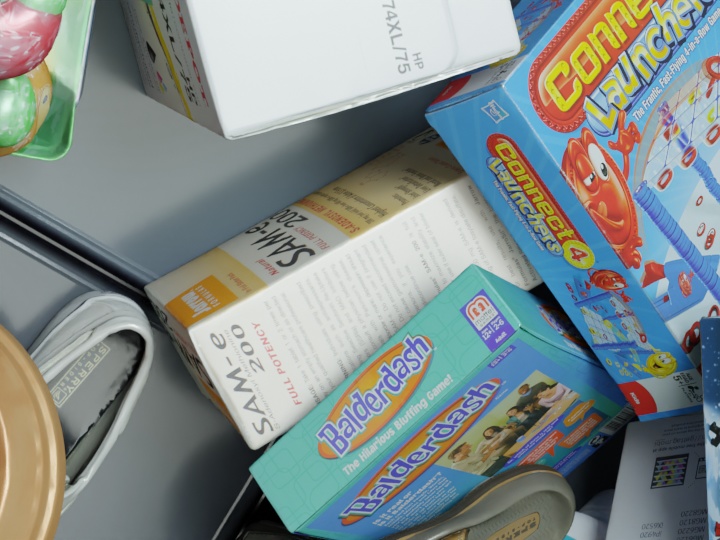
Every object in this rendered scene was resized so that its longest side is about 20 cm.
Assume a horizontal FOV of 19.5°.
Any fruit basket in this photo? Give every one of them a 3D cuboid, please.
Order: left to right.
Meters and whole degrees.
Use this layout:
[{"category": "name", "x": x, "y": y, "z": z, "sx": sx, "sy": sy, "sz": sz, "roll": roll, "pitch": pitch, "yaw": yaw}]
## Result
[{"category": "fruit basket", "x": -0.161, "y": -0.115, "z": 0.972, "sx": 0.094, "sy": 0.200, "sz": 0.185, "roll": 8, "pitch": 97, "yaw": -16}]

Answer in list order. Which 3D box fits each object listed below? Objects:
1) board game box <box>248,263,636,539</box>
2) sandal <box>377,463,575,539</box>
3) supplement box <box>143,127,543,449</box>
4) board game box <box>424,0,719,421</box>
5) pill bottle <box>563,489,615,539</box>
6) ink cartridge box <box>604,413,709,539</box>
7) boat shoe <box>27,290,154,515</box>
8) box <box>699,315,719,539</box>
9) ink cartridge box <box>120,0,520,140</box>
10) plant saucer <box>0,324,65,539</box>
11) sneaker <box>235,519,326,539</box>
[{"category": "board game box", "x": 0.054, "y": 0.080, "z": 1.069, "sx": 0.152, "sy": 0.045, "sz": 0.200, "roll": -42, "pitch": 153, "yaw": 12}, {"category": "sandal", "x": 0.039, "y": 0.168, "z": 1.052, "sx": 0.200, "sy": 0.055, "sz": 0.082, "roll": -27, "pitch": 136, "yaw": -27}, {"category": "supplement box", "x": 0.000, "y": 0.000, "z": 1.078, "sx": 0.200, "sy": 0.126, "sz": 0.074, "roll": -30, "pitch": 106, "yaw": -10}, {"category": "board game box", "x": 0.152, "y": -0.065, "z": 1.045, "sx": 0.196, "sy": 0.056, "sz": 0.200, "roll": 53, "pitch": 53, "yaw": -18}, {"category": "pill bottle", "x": 0.094, "y": 0.205, "z": 1.131, "sx": 0.200, "sy": 0.111, "sz": 0.111, "roll": -40, "pitch": 110, "yaw": -33}, {"category": "ink cartridge box", "x": 0.206, "y": 0.199, "z": 1.098, "sx": 0.200, "sy": 0.084, "sz": 0.176, "roll": 48, "pitch": 45, "yaw": -36}, {"category": "boat shoe", "x": -0.172, "y": 0.101, "z": 1.078, "sx": 0.072, "sy": 0.066, "sz": 0.200, "roll": 42, "pitch": 87, "yaw": -19}, {"category": "box", "x": 0.214, "y": 0.117, "z": 1.006, "sx": 0.137, "sy": 0.038, "sz": 0.200, "roll": -4, "pitch": 92, "yaw": -53}, {"category": "ink cartridge box", "x": -0.036, "y": -0.160, "z": 0.999, "sx": 0.146, "sy": 0.200, "sz": 0.147, "roll": -18, "pitch": 104, "yaw": -12}, {"category": "plant saucer", "x": -0.246, "y": 0.099, "z": 1.027, "sx": 0.200, "sy": 0.037, "sz": 0.200, "roll": 0, "pitch": 79, "yaw": 3}, {"category": "sneaker", "x": -0.043, "y": 0.216, "z": 1.135, "sx": 0.098, "sy": 0.071, "sz": 0.201, "roll": 21, "pitch": 123, "yaw": 22}]
